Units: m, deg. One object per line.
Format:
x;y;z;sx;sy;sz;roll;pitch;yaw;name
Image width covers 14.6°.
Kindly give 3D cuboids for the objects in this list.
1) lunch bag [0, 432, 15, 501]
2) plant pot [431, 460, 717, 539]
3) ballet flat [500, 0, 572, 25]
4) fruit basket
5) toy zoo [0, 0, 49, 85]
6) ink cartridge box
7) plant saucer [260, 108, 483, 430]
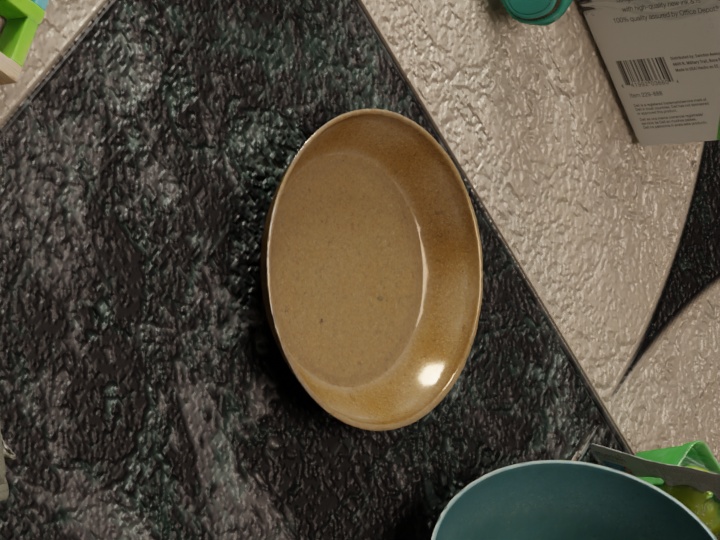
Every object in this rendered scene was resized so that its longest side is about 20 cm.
-0.269;0.051;1.392;0.200;0.117;0.164;-9;94;-43;lunch bag
0.129;0.240;1.792;0.200;0.200;0.135;-39;154;-41;plant pot
0.109;-0.264;1.874;0.070;0.067;0.200;-27;109;-71;ballet flat
0.269;0.189;1.914;0.185;0.200;0.094;53;58;-31;fruit basket
-0.206;-0.221;1.545;0.131;0.020;0.200;37;62;-40;toy zoo
0.232;-0.194;1.933;0.084;0.146;0.200;-46;121;-38;ink cartridge box
0.000;0.000;1.750;0.200;0.035;0.201;3;86;-47;plant saucer
